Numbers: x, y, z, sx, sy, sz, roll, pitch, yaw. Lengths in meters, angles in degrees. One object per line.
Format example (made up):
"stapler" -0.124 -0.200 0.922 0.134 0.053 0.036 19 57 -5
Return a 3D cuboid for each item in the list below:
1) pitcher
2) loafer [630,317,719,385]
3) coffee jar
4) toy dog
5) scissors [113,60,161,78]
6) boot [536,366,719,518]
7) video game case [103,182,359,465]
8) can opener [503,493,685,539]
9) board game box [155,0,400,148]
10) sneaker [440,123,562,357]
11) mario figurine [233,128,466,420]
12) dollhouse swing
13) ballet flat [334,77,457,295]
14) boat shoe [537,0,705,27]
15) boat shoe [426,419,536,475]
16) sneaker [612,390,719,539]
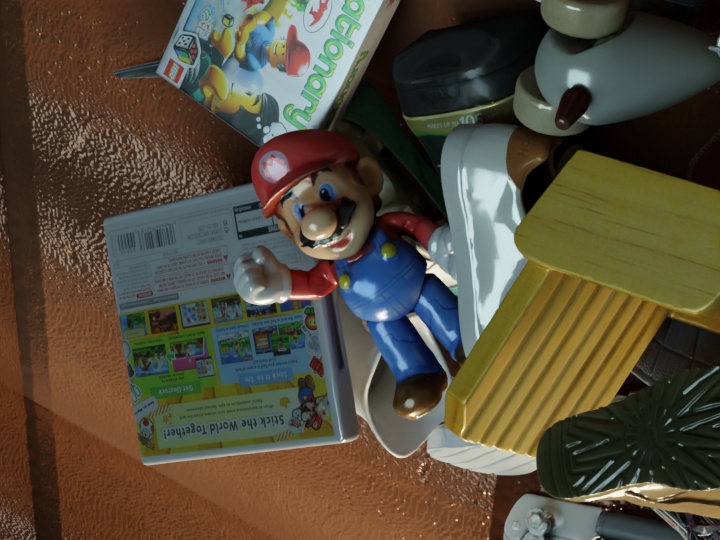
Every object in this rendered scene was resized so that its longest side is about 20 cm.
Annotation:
"pitcher" -0.038 0.027 1.351 0.199 0.121 0.173 23 138 34
"loafer" 0.250 0.065 1.186 0.199 0.072 0.063 16 170 33
"coffee jar" 0.098 -0.064 1.202 0.104 0.085 0.201 -6 116 42
"toy dog" 0.177 -0.102 1.042 0.198 0.097 0.133 -7 130 16
"scissors" -0.110 -0.156 1.369 0.199 0.014 0.074 16 132 33
"boot" 0.223 0.107 1.106 0.174 0.199 0.067 -11 72 42
"video game case" -0.094 0.037 1.320 0.199 0.023 0.184 -10 88 39
"can opener" 0.190 0.202 1.362 0.199 0.053 0.066 4 157 40
"board game box" -0.042 -0.180 1.226 0.126 0.035 0.201 35 117 15
"sneaker" 0.106 0.009 1.138 0.084 0.073 0.202 2 119 32
"mario figurine" 0.000 0.000 1.195 0.200 0.123 0.106 51 157 -7
"dollhouse swing" 0.177 0.046 1.079 0.181 0.200 0.177 20 90 32
"ballet flat" 0.030 -0.041 1.289 0.200 0.070 0.067 51 136 -3
"boat shoe" 0.111 -0.197 1.100 0.199 0.074 0.068 34 134 13
"boat shoe" 0.110 0.102 1.338 0.071 0.063 0.200 20 160 -20
"sneaker" 0.231 0.154 1.261 0.199 0.075 0.081 33 137 19
